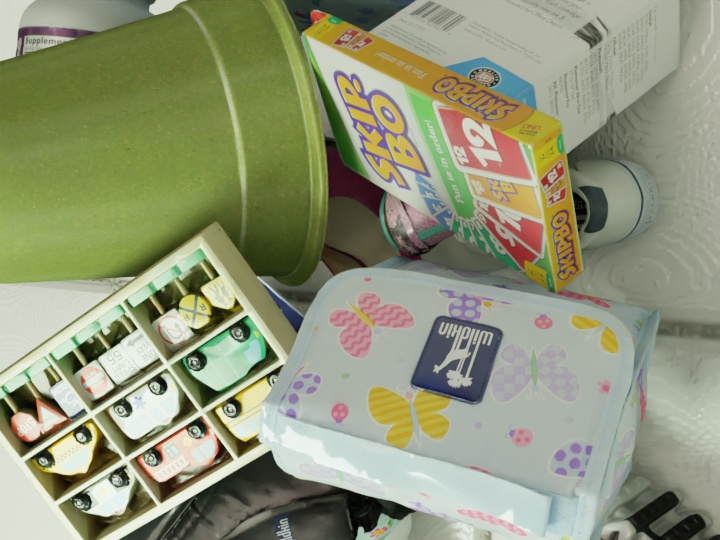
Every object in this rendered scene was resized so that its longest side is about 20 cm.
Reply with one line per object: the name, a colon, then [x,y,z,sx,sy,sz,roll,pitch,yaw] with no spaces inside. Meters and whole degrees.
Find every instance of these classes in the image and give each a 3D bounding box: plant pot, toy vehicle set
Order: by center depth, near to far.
toy vehicle set: [-0.125,0.075,0.686,0.199,0.027,0.125,-33,99,23]
plant pot: [-0.143,-0.069,0.709,0.200,0.188,0.202,167,90,-69]

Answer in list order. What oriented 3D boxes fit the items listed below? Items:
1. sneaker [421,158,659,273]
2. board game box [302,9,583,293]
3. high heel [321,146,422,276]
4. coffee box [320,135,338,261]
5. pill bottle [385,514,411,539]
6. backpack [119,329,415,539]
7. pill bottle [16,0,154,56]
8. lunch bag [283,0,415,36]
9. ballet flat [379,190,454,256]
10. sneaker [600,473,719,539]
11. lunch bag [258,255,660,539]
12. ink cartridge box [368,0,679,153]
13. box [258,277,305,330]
sneaker: [0.093,-0.038,0.750,0.199,0.070,0.074,-13,84,48]
board game box: [0.035,-0.070,0.621,0.200,0.030,0.096,38,155,44]
high heel: [0.000,0.000,0.756,0.067,0.096,0.201,-35,99,27]
coffee box: [-0.081,-0.073,0.905,0.199,0.112,0.081,23,110,43]
pill bottle: [-0.028,0.166,0.869,0.112,0.112,0.202,-41,65,41]
backpack: [-0.062,0.159,0.755,0.200,0.126,0.167,-47,56,8]
pill bottle: [-0.200,-0.134,0.857,0.112,0.112,0.203,7,90,46]
lunch bag: [-0.039,-0.228,0.793,0.199,0.169,0.129,-12,65,47]
ballet flat: [0.061,-0.088,0.745,0.070,0.201,0.069,-14,128,24]
sneaker: [0.131,0.137,0.730,0.200,0.075,0.082,49,135,33]
lunch bag: [0.061,0.066,0.603,0.168,0.200,0.129,13,106,19]
ink cartridge box: [0.107,-0.136,0.682,0.116,0.199,0.068,37,155,38]
box: [-0.112,0.047,0.950,0.121,0.032,0.200,42,140,-7]
